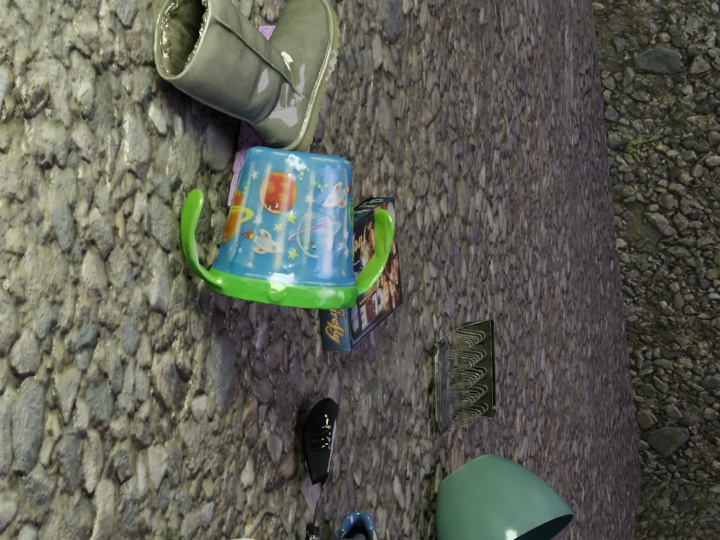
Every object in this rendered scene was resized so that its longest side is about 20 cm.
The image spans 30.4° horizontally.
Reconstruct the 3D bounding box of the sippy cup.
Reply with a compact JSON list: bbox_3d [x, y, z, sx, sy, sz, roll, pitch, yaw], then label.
[{"bbox_3d":[-0.062,-0.041,1.175,0.178,0.139,0.131,-3,102,-64],"label":"sippy cup"}]

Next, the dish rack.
[{"bbox_3d":[0.151,0.158,1.942,0.200,0.054,0.155,-19,107,-70],"label":"dish rack"}]

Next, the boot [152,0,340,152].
[{"bbox_3d":[-0.101,-0.209,1.179,0.200,0.072,0.183,32,57,-50],"label":"boot"}]

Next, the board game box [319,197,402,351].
[{"bbox_3d":[0.000,0.000,1.535,0.200,0.034,0.137,-38,125,-66],"label":"board game box"}]

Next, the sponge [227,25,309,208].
[{"bbox_3d":[-0.083,-0.128,1.303,0.112,0.030,0.201,52,42,-59],"label":"sponge"}]

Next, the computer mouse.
[{"bbox_3d":[-0.053,0.233,1.394,0.059,0.034,0.202,121,-22,-78],"label":"computer mouse"}]

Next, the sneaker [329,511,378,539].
[{"bbox_3d":[-0.022,0.325,1.401,0.200,0.076,0.086,-69,161,-66],"label":"sneaker"}]

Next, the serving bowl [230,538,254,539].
[{"bbox_3d":[-0.129,0.326,1.110,0.200,0.065,0.202,-1,90,-71],"label":"serving bowl"}]

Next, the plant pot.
[{"bbox_3d":[0.184,0.341,1.875,0.135,0.199,0.200,59,9,22],"label":"plant pot"}]
